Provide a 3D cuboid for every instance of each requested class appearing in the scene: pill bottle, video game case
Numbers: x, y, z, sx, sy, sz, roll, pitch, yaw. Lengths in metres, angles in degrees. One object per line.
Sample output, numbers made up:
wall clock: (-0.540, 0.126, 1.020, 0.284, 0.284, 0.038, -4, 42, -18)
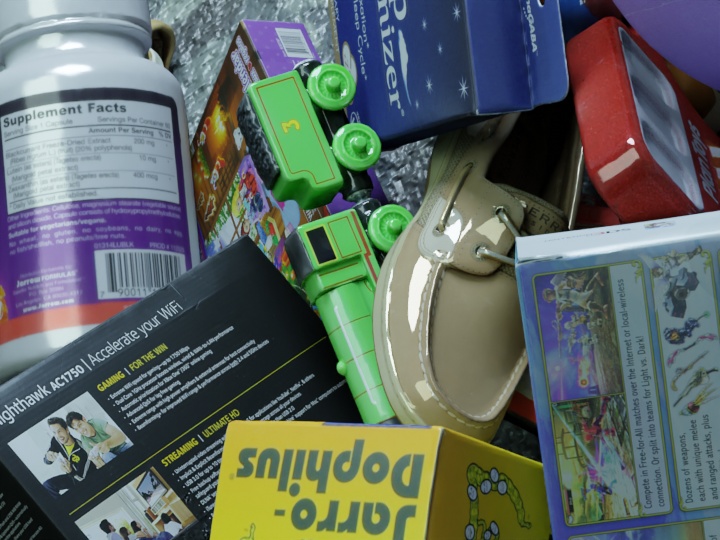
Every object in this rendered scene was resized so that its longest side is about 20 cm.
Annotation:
pill bottle: (-0.140, -0.044, 1.256, 0.111, 0.111, 0.201, -15, 75, 32)
video game case: (0.159, 0.075, 0.934, 0.180, 0.045, 0.201, -8, 103, 3)

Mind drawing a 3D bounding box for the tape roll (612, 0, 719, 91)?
tape roll: (0.179, -0.171, 0.989, 0.066, 0.199, 0.201, -9, 59, 60)

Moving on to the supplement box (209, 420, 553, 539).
supplement box: (0.039, 0.134, 1.009, 0.108, 0.200, 0.110, -1, 75, 37)

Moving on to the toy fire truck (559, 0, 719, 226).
toy fire truck: (0.143, -0.046, 1.039, 0.112, 0.168, 0.200, -32, 30, 20)

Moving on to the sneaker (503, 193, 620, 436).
sneaker: (0.102, 0.025, 1.100, 0.108, 0.067, 0.201, -59, 33, -4)

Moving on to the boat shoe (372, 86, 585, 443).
boat shoe: (0.057, -0.011, 1.058, 0.064, 0.071, 0.201, -35, 32, 43)

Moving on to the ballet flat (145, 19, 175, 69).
ballet flat: (-0.135, -0.055, 1.350, 0.063, 0.069, 0.201, -8, 63, 19)

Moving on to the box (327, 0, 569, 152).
box: (0.030, -0.120, 1.062, 0.200, 0.032, 0.122, 171, 93, -69)

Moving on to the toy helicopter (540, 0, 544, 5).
toy helicopter: (0.056, -0.199, 1.223, 0.132, 0.078, 0.201, 54, 132, 51)

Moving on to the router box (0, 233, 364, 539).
router box: (-0.069, 0.086, 1.062, 0.149, 0.200, 0.051, 49, 131, 7)

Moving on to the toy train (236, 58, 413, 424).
toy train: (0.000, 0.000, 1.089, 0.056, 0.042, 0.201, -18, 76, -19)

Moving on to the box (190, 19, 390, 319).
box: (-0.036, -0.007, 1.218, 0.137, 0.039, 0.201, -65, 36, 38)
